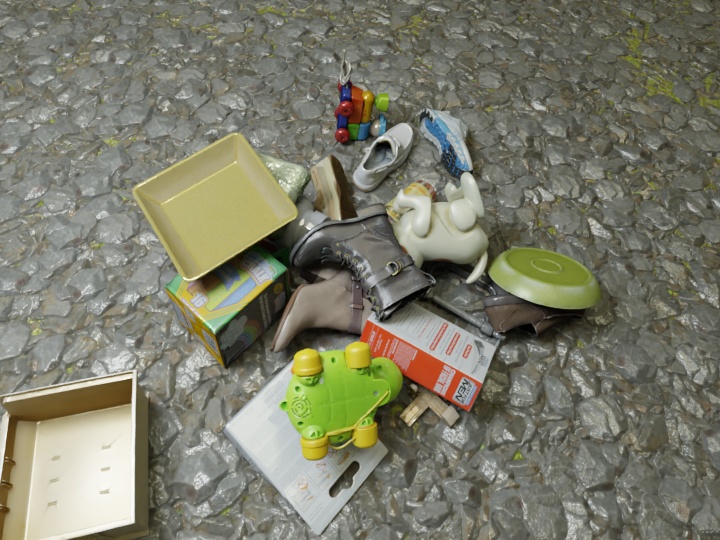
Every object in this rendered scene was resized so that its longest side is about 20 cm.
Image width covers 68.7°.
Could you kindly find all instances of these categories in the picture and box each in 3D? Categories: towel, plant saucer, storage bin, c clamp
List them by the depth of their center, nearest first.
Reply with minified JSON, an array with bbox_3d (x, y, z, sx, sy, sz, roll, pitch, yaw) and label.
[{"bbox_3d":[-0.392,0.264,0.712,0.194,0.095,0.204,-9,58,-11],"label":"storage bin"},{"bbox_3d":[-0.224,-0.096,0.827,0.198,0.049,0.201,-32,68,-15],"label":"plant saucer"},{"bbox_3d":[-0.196,-0.141,0.897,0.196,0.037,0.151,20,71,10],"label":"towel"},{"bbox_3d":[0.324,0.004,0.923,0.195,0.032,0.201,5,26,-2],"label":"plant saucer"},{"bbox_3d":[0.182,0.055,0.938,0.198,0.027,0.171,34,61,16],"label":"c clamp"}]

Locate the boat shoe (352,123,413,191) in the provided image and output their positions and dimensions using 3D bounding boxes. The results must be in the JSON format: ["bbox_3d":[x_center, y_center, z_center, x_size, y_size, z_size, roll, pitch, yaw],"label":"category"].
[{"bbox_3d":[0.058,-0.249,1.097,0.070,0.070,0.201,33,61,4],"label":"boat shoe"}]

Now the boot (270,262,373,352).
[{"bbox_3d":[-0.049,0.070,0.877,0.144,0.070,0.203,27,65,-11],"label":"boot"}]

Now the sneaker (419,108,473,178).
[{"bbox_3d":[0.206,-0.284,1.139,0.085,0.076,0.203,-12,58,-19],"label":"sneaker"}]

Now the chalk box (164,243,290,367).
[{"bbox_3d":[-0.195,0.029,0.866,0.123,0.126,0.200,36,60,18],"label":"chalk box"}]

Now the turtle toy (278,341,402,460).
[{"bbox_3d":[-0.023,0.174,0.754,0.195,0.101,0.150,-5,92,-23],"label":"turtle toy"}]

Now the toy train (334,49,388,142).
[{"bbox_3d":[0.009,-0.358,1.094,0.113,0.202,0.086,2,55,-8],"label":"toy train"}]

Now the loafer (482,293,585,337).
[{"bbox_3d":[0.300,0.078,0.910,0.195,0.073,0.073,1,86,-14],"label":"loafer"}]

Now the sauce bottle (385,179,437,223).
[{"bbox_3d":[0.066,-0.097,1.006,0.066,0.067,0.200,37,61,19],"label":"sauce bottle"}]

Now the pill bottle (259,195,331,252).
[{"bbox_3d":[-0.156,-0.098,0.959,0.197,0.113,0.113,26,58,12],"label":"pill bottle"}]

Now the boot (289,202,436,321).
[{"bbox_3d":[0.000,0.000,0.827,0.197,0.069,0.177,-26,69,-1],"label":"boot"}]

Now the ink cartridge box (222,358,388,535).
[{"bbox_3d":[-0.081,0.253,0.787,0.162,0.057,0.201,-41,89,-27],"label":"ink cartridge box"}]

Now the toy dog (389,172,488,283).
[{"bbox_3d":[0.112,-0.054,0.928,0.196,0.140,0.198,-22,101,-6],"label":"toy dog"}]

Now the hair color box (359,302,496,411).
[{"bbox_3d":[0.107,0.123,0.841,0.197,0.065,0.111,27,30,15],"label":"hair color box"}]

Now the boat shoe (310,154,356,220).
[{"bbox_3d":[-0.054,-0.123,1.019,0.063,0.071,0.204,-22,63,22],"label":"boat shoe"}]

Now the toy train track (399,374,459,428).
[{"bbox_3d":[0.079,0.169,0.850,0.114,0.033,0.199,-38,66,-25],"label":"toy train track"}]
